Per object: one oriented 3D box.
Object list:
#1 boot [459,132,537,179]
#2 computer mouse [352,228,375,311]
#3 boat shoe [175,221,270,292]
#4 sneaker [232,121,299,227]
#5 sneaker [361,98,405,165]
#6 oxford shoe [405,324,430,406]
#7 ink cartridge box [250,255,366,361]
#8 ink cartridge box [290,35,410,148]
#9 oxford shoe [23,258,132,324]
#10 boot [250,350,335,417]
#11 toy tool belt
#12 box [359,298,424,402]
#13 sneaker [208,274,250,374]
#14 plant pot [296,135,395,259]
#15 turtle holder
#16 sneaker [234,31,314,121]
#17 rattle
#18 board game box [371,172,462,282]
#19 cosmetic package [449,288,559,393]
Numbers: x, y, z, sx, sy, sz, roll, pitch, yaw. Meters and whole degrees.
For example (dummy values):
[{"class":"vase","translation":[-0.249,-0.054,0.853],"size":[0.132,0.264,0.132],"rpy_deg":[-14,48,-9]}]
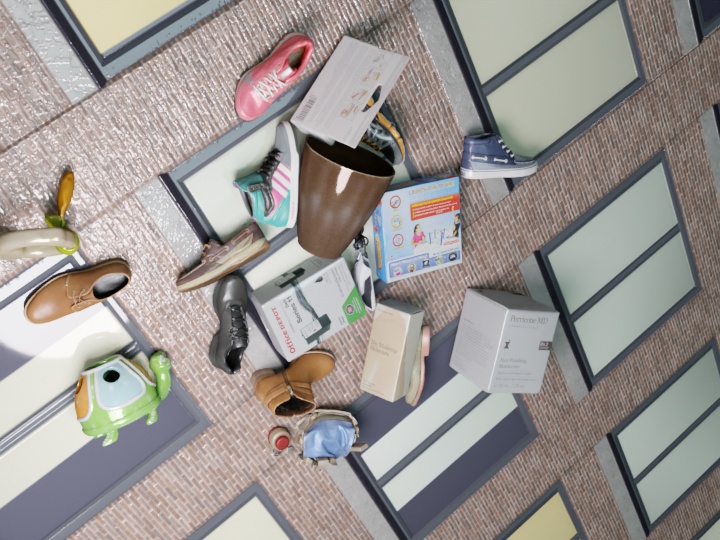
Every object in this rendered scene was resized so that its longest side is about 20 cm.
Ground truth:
[{"class":"boot","translation":[0.315,-0.260,1.572],"size":[0.196,0.073,0.092],"rpy_deg":[-9,115,-24]},{"class":"computer mouse","translation":[0.000,0.000,1.487],"size":[0.043,0.110,0.203],"rpy_deg":[-10,120,-5]},{"class":"boat shoe","translation":[-0.274,-0.027,1.358],"size":[0.198,0.072,0.073],"rpy_deg":[-30,87,-4]},{"class":"sneaker","translation":[-0.184,-0.183,1.342],"size":[0.119,0.083,0.205],"rpy_deg":[-3,98,-25]},{"class":"sneaker","translation":[0.014,-0.285,1.414],"size":[0.077,0.078,0.200],"rpy_deg":[-45,109,-8]},{"class":"oxford shoe","translation":[0.116,0.218,1.635],"size":[0.072,0.071,0.204],"rpy_deg":[5,105,-2]},{"class":"ink cartridge box","translation":[-0.106,0.070,1.454],"size":[0.198,0.083,0.149],"rpy_deg":[-31,116,-14]},{"class":"ink cartridge box","translation":[-0.014,-0.327,1.316],"size":[0.202,0.175,0.045],"rpy_deg":[-58,146,-5]},{"class":"oxford shoe","translation":[-0.502,0.040,1.252],"size":[0.198,0.071,0.072],"rpy_deg":[-29,118,-15]},{"class":"boot","translation":[-0.120,0.235,1.456],"size":[0.196,0.155,0.078],"rpy_deg":[-6,108,-25]},{"class":"toy tool belt","translation":[-0.092,0.373,1.533],"size":[0.196,0.123,0.128],"rpy_deg":[-4,108,-25]},{"class":"box","translation":[0.070,0.174,1.558],"size":[0.077,0.093,0.204],"rpy_deg":[-11,113,-60]},{"class":"sneaker","translation":[-0.248,0.109,1.389],"size":[0.075,0.090,0.204],"rpy_deg":[-4,107,-32]},{"class":"plant pot","translation":[-0.050,-0.133,1.381],"size":[0.184,0.187,0.203],"rpy_deg":[8,116,-28]},{"class":"turtle holder","translation":[-0.437,0.225,1.304],"size":[0.182,0.141,0.134],"rpy_deg":[-21,97,-10]},{"class":"sneaker","translation":[-0.159,-0.360,1.292],"size":[0.074,0.087,0.201],"rpy_deg":[41,85,-29]},{"class":"rattle","translation":[-0.581,-0.081,1.177],"size":[0.196,0.130,0.146],"rpy_deg":[-7,99,3]},{"class":"board game box","translation":[0.124,-0.095,1.536],"size":[0.197,0.056,0.200],"rpy_deg":[-14,111,-23]},{"class":"cosmetic package","translation":[0.336,0.164,1.661],"size":[0.162,0.165,0.204],"rpy_deg":[4,104,-29]}]
